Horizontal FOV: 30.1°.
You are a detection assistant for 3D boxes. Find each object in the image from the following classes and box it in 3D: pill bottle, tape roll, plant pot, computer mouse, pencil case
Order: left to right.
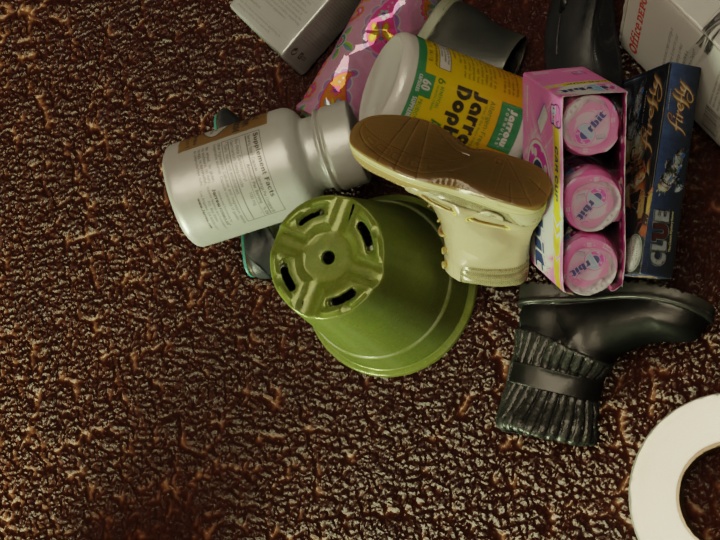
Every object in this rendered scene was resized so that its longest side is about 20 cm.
[{"bbox_3d":[-0.096,-0.106,1.402,0.199,0.114,0.115,-17,75,9],"label":"pill bottle"},{"bbox_3d":[0.000,0.000,1.372,0.199,0.190,0.201,-4,79,20],"label":"plant pot"},{"bbox_3d":[0.012,-0.238,1.468,0.087,0.087,0.201,31,92,23],"label":"pencil case"},{"bbox_3d":[0.109,-0.156,1.355,0.199,0.113,0.113,19,87,-18],"label":"pill bottle"},{"bbox_3d":[0.216,-0.248,1.373,0.138,0.052,0.201,-20,75,61],"label":"computer mouse"},{"bbox_3d":[0.358,0.217,1.278,0.202,0.037,0.204,-4,80,21],"label":"tape roll"}]

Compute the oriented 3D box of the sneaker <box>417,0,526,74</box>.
[{"bbox_3d":[0.091,-0.188,1.430,0.106,0.075,0.201,28,91,22],"label":"sneaker"}]

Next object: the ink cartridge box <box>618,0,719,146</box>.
[{"bbox_3d":[0.349,-0.209,1.288,0.086,0.147,0.200,-34,69,-8],"label":"ink cartridge box"}]

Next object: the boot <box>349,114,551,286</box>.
[{"bbox_3d":[0.081,-0.064,1.305,0.199,0.156,0.073,19,58,11],"label":"boot"}]

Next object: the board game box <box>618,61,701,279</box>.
[{"bbox_3d":[0.274,-0.092,1.308,0.034,0.135,0.201,9,87,-12],"label":"board game box"}]

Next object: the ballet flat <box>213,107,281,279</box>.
[{"bbox_3d":[-0.110,-0.091,1.496,0.073,0.073,0.201,-15,82,18],"label":"ballet flat"}]

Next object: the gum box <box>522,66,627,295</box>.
[{"bbox_3d":[0.203,-0.083,1.281,0.066,0.114,0.201,-7,111,-10],"label":"gum box"}]

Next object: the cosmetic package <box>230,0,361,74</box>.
[{"bbox_3d":[-0.042,-0.334,1.509,0.200,0.074,0.102,-47,68,5],"label":"cosmetic package"}]

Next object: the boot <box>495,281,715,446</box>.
[{"bbox_3d":[0.240,0.097,1.319,0.210,0.079,0.159,0,74,32],"label":"boot"}]
